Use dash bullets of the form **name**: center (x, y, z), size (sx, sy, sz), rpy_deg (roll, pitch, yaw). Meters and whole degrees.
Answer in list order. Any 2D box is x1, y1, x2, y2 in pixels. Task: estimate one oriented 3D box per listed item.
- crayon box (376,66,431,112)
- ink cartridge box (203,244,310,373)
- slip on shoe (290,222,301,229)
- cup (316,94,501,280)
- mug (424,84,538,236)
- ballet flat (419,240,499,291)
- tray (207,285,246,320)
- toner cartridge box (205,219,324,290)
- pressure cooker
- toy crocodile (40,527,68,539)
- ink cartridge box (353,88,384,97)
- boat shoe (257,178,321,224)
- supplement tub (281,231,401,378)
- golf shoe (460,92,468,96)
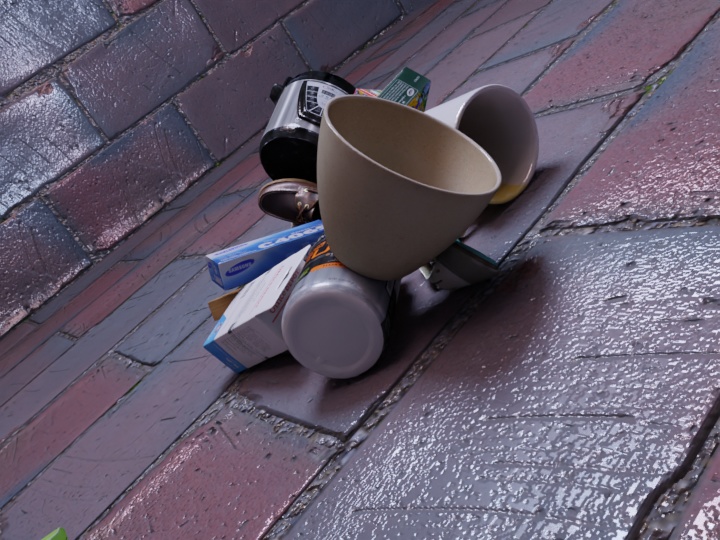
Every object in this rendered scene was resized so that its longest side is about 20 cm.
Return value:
- **crayon box**: center (0.047, -0.203, 1.125), size (0.126, 0.051, 0.201), rpy_deg (-51, -16, -30)
- **ink cartridge box**: center (-0.119, 0.055, 0.949), size (0.199, 0.068, 0.117), rpy_deg (-28, 26, 49)
- **slip on shoe**: center (-0.092, -0.051, 1.233), size (0.075, 0.061, 0.201), rpy_deg (-2, 37, -8)
- **cup**: center (0.033, -0.077, 0.762), size (0.201, 0.197, 0.145), rpy_deg (-71, 3, -59)
- **mug**: center (0.127, -0.157, 0.964), size (0.187, 0.150, 0.152), rpy_deg (-44, 26, -20)
- **ballet flat**: center (0.105, -0.008, 0.831), size (0.064, 0.067, 0.200), rpy_deg (-61, 18, 8)
- **tray**: center (-0.141, 0.031, 1.113), size (0.198, 0.038, 0.098), rpy_deg (-17, 6, 40)
- **toner cartridge box**: center (-0.132, -0.027, 1.093), size (0.197, 0.044, 0.095), rpy_deg (-20, 15, -21)
- **pressure cooker**: center (-0.080, -0.257, 1.273), size (0.176, 0.176, 0.202), rpy_deg (-2, 53, 31)
- **toy crocodile**: center (-0.360, 0.348, 0.751), size (0.067, 0.062, 0.201), rpy_deg (-31, 20, 8)
- **ink cartridge box**: center (0.004, -0.231, 1.133), size (0.199, 0.050, 0.110), rpy_deg (-27, -36, -63)
- **boat shoe**: center (-0.079, -0.109, 1.200), size (0.196, 0.071, 0.071), rpy_deg (3, 33, -1)
- **supplement tub**: center (-0.014, 0.022, 0.840), size (0.121, 0.123, 0.201), rpy_deg (-26, 22, 22)
- **golf shoe**: center (0.140, -0.249, 1.280), size (0.199, 0.079, 0.094), rpy_deg (-31, 2, -37)
